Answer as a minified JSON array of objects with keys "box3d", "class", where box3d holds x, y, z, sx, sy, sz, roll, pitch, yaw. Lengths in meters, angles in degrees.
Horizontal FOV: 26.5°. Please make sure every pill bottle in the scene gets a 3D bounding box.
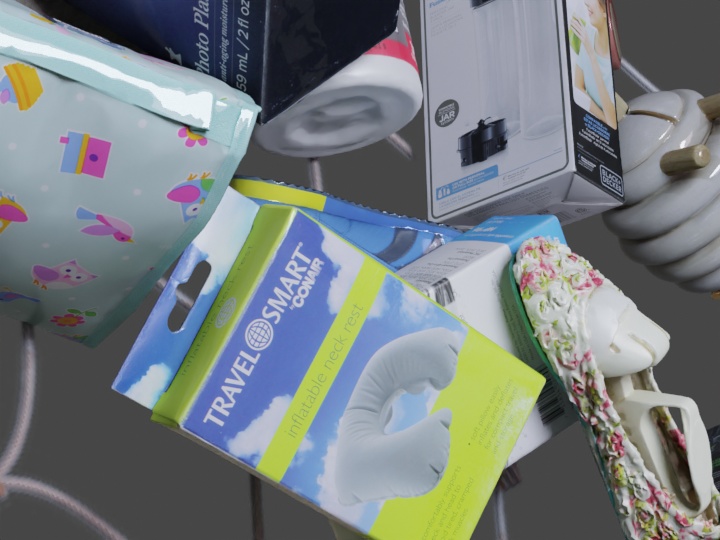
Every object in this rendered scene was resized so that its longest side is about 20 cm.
[{"box3d":[-0.033,-0.181,0.931,0.110,0.111,0.202,0,70,-32],"class":"pill bottle"}]

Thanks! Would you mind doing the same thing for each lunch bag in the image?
[{"box3d":[-0.159,-0.062,0.741,0.169,0.200,0.123,20,60,-22],"class":"lunch bag"}]

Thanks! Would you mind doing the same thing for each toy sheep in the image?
[{"box3d":[0.222,-0.058,1.025,0.200,0.137,0.138,48,52,-16],"class":"toy sheep"}]

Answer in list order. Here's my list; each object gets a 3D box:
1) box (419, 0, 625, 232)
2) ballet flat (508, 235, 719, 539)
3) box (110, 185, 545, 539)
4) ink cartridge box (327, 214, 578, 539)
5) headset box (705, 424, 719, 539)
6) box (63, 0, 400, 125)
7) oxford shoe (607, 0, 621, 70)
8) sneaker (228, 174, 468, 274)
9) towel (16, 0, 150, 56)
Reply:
[{"box3d":[0.100,-0.125,0.982,0.060,0.116,0.202,24,57,-44],"class":"box"},{"box3d":[0.150,0.067,0.838,0.076,0.064,0.202,-37,104,-48],"class":"ballet flat"},{"box3d":[-0.011,0.057,0.769,0.199,0.048,0.123,33,78,-26],"class":"box"},{"box3d":[0.038,0.063,0.861,0.199,0.068,0.117,-29,105,-26],"class":"ink cartridge box"},{"box3d":[0.268,0.206,0.961,0.174,0.093,0.200,43,53,-8],"class":"headset box"},{"box3d":[-0.082,-0.217,0.777,0.197,0.201,0.123,33,51,24],"class":"box"},{"box3d":[0.135,-0.214,1.081,0.071,0.074,0.201,66,17,-44],"class":"oxford shoe"},{"box3d":[0.000,0.000,0.910,0.198,0.066,0.079,12,85,-32],"class":"sneaker"},{"box3d":[-0.175,-0.167,0.884,0.131,0.034,0.202,25,59,-20],"class":"towel"}]
